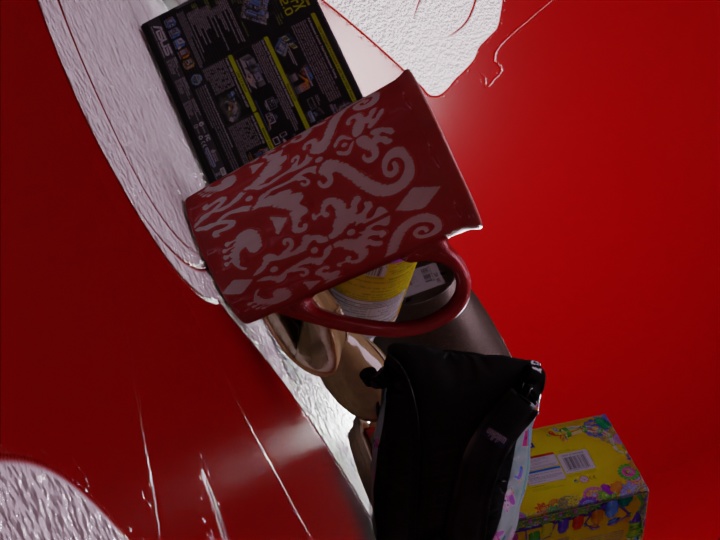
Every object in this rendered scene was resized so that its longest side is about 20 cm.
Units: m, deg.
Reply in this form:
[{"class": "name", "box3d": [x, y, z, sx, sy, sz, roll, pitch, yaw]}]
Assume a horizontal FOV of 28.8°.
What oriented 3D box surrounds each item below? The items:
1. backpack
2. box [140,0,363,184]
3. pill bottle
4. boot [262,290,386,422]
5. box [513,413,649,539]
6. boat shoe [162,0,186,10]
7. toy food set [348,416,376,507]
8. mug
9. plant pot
[{"class": "backpack", "box3d": [0.084, 0.174, 1.240, 0.126, 0.165, 0.202, 27, 70, -64]}, {"class": "box", "box3d": [-0.089, -0.168, 1.268, 0.201, 0.159, 0.044, 64, 2, 16]}, {"class": "pill bottle", "box3d": [0.000, 0.000, 1.420, 0.201, 0.103, 0.105, 109, -35, -49]}, {"class": "boot", "box3d": [-0.028, 0.077, 1.281, 0.176, 0.066, 0.200, 52, 2, 0]}, {"class": "box", "box3d": [0.185, 0.280, 1.488, 0.122, 0.198, 0.194, -113, -163, -52]}, {"class": "boat shoe", "box3d": [-0.206, -0.342, 1.542, 0.201, 0.071, 0.066, 63, 7, -10]}, {"class": "toy food set", "box3d": [0.045, 0.231, 1.396, 0.200, 0.048, 0.199, 56, 9, -74]}, {"class": "mug", "box3d": [-0.015, -0.033, 1.063, 0.134, 0.199, 0.179, 59, 7, -65]}, {"class": "plant pot", "box3d": [0.083, 0.093, 1.563, 0.187, 0.185, 0.201, -111, -176, -60]}]
